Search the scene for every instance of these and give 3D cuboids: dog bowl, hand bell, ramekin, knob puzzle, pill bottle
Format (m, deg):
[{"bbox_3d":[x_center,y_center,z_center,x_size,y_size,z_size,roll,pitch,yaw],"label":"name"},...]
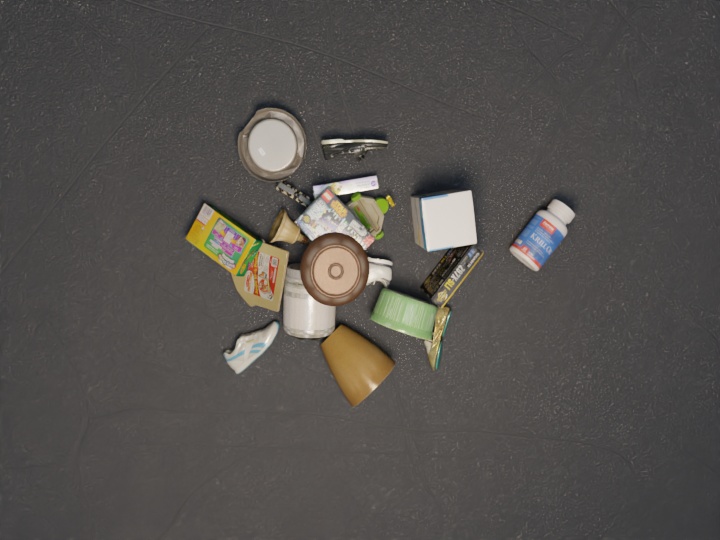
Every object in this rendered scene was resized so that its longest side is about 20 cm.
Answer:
[{"bbox_3d":[-0.252,-0.359,1.591,0.193,0.059,0.207,-1,99,-4],"label":"dog bowl"},{"bbox_3d":[-0.163,-0.091,1.644,0.196,0.104,0.106,25,97,-22],"label":"hand bell"},{"bbox_3d":[0.132,0.125,1.640,0.195,0.200,0.100,18,91,-8],"label":"ramekin"},{"bbox_3d":[-0.302,0.006,1.630,0.214,0.030,0.227,3,97,26],"label":"knob puzzle"},{"bbox_3d":[0.553,-0.110,1.675,0.111,0.112,0.202,36,95,-10],"label":"pill bottle"}]

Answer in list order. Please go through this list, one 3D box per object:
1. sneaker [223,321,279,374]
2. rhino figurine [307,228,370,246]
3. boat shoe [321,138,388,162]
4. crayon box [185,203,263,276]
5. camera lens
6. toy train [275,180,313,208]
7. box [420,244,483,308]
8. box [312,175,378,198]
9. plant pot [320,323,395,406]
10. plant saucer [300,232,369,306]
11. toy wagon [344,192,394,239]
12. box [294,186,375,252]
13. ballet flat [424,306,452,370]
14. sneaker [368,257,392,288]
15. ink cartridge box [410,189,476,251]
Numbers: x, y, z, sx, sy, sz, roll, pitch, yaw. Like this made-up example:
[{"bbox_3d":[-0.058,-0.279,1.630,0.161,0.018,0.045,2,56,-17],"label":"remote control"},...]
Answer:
[{"bbox_3d":[-0.327,0.220,1.675,0.199,0.077,0.081,-43,98,1],"label":"sneaker"},{"bbox_3d":[-0.063,-0.087,1.603,0.195,0.060,0.089,-19,117,0],"label":"rhino figurine"},{"bbox_3d":[-0.016,-0.348,1.605,0.193,0.075,0.068,-2,102,-4],"label":"boat shoe"},{"bbox_3d":[-0.393,-0.088,1.592,0.198,0.058,0.121,34,97,12],"label":"crayon box"},{"bbox_3d":[-0.149,0.091,1.624,0.155,0.160,0.207,2,99,-5],"label":"camera lens"},{"bbox_3d":[-0.164,-0.208,1.631,0.197,0.046,0.035,31,91,-12],"label":"toy train"},{"bbox_3d":[0.268,0.002,1.645,0.049,0.160,0.202,36,94,-9],"label":"box"},{"bbox_3d":[-0.045,-0.246,1.636,0.194,0.041,0.040,-10,100,-4],"label":"box"},{"bbox_3d":[-0.026,0.270,1.669,0.186,0.186,0.200,-44,88,4],"label":"plant pot"},{"bbox_3d":[-0.069,0.000,1.521,0.194,0.037,0.207,-1,98,-6],"label":"plant saucer"},{"bbox_3d":[0.012,-0.156,1.642,0.198,0.040,0.157,-35,118,0],"label":"toy wagon"},{"bbox_3d":[-0.071,-0.112,1.548,0.137,0.040,0.200,-45,98,2],"label":"box"},{"bbox_3d":[0.234,0.207,1.731,0.069,0.071,0.206,11,99,-7],"label":"ballet flat"},{"bbox_3d":[0.000,0.000,1.658,0.194,0.076,0.083,8,88,-5],"label":"sneaker"},{"bbox_3d":[0.234,-0.149,1.596,0.142,0.200,0.151,-9,99,-3],"label":"ink cartridge box"}]
